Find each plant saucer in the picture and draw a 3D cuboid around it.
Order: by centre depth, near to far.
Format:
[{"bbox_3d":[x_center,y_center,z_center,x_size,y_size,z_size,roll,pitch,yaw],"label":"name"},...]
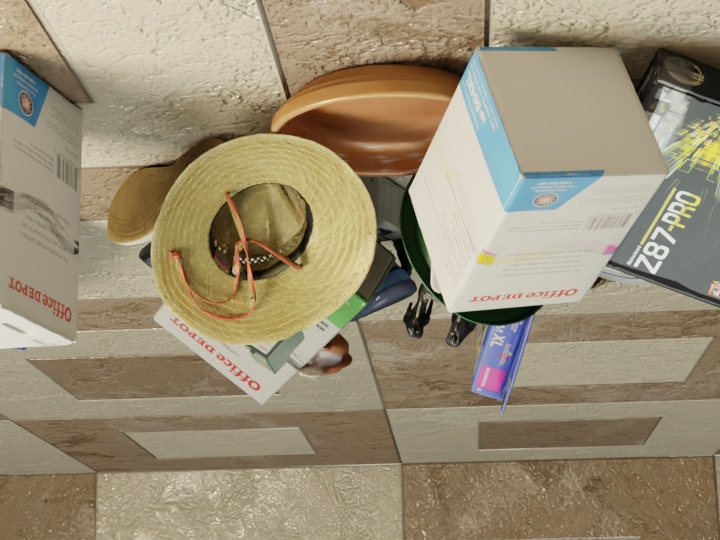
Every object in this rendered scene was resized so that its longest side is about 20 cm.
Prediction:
[{"bbox_3d":[0.023,-0.126,1.339,0.198,0.038,0.200,-2,165,0],"label":"plant saucer"}]

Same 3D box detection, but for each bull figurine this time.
[{"bbox_3d":[-0.106,0.065,1.744,0.198,0.066,0.121,18,-169,20],"label":"bull figurine"}]

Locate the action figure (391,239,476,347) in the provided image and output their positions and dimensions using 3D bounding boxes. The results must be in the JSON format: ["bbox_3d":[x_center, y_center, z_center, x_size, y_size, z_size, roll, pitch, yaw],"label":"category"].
[{"bbox_3d":[0.087,-0.010,1.664,0.117,0.103,0.201,7,145,1],"label":"action figure"}]

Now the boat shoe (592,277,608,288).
[{"bbox_3d":[0.205,-0.002,1.751,0.199,0.073,0.065,-9,179,45],"label":"boat shoe"}]

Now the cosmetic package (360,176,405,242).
[{"bbox_3d":[-0.055,-0.049,1.592,0.198,0.051,0.082,-8,163,25],"label":"cosmetic package"}]

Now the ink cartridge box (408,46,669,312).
[{"bbox_3d":[0.129,-0.063,1.267,0.127,0.126,0.201,-3,147,-22],"label":"ink cartridge box"}]

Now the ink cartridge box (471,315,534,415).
[{"bbox_3d":[0.149,0.047,1.643,0.042,0.120,0.200,15,-154,-2],"label":"ink cartridge box"}]

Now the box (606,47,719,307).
[{"bbox_3d":[0.274,-0.070,1.308,0.160,0.049,0.201,21,135,-4],"label":"box"}]

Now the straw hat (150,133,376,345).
[{"bbox_3d":[-0.088,-0.042,1.388,0.199,0.203,0.085,1,-154,-8],"label":"straw hat"}]

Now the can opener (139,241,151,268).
[{"bbox_3d":[-0.139,-0.011,1.703,0.198,0.064,0.078,-9,167,27],"label":"can opener"}]

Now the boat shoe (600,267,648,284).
[{"bbox_3d":[0.251,-0.042,1.622,0.200,0.075,0.086,12,159,-11],"label":"boat shoe"}]

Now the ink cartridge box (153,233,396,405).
[{"bbox_3d":[-0.085,0.017,1.536,0.146,0.084,0.200,39,132,-6],"label":"ink cartridge box"}]

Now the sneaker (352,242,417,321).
[{"bbox_3d":[0.000,0.000,1.629,0.073,0.083,0.200,-21,-171,-12],"label":"sneaker"}]

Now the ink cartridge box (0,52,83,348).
[{"bbox_3d":[-0.288,-0.050,1.279,0.083,0.202,0.145,-5,165,14],"label":"ink cartridge box"}]

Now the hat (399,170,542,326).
[{"bbox_3d":[0.151,-0.073,1.384,0.165,0.201,0.176,36,143,-10],"label":"hat"}]

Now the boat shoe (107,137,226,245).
[{"bbox_3d":[-0.161,-0.063,1.492,0.069,0.072,0.199,14,158,-40],"label":"boat shoe"}]
